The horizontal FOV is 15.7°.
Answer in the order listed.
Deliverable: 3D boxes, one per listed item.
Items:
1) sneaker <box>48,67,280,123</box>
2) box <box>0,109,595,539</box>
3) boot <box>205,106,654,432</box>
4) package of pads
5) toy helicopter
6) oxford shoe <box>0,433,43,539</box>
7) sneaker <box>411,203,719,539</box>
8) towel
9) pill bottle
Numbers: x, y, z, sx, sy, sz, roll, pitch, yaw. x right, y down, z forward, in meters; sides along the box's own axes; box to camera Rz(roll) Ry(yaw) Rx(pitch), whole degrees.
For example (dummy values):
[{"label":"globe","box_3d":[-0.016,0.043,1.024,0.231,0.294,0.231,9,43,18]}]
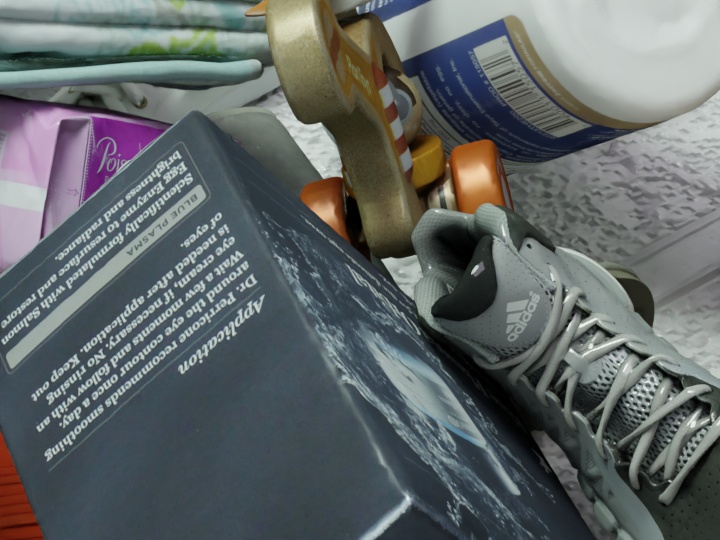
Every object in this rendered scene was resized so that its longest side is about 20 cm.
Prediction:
[{"label":"sneaker","box_3d":[-0.097,-0.097,1.185,0.073,0.085,0.200,28,52,29]},{"label":"box","box_3d":[-0.009,0.086,0.870,0.117,0.197,0.200,-40,45,10]},{"label":"boot","box_3d":[0.001,-0.002,1.092,0.181,0.073,0.200,-20,38,-16]},{"label":"package of pads","box_3d":[-0.156,-0.036,1.065,0.199,0.076,0.120,10,3,36]},{"label":"toy helicopter","box_3d":[-0.002,-0.072,0.962,0.078,0.200,0.133,-13,79,9]},{"label":"oxford shoe","box_3d":[-0.145,0.097,0.998,0.071,0.073,0.201,5,46,-41]},{"label":"sneaker","box_3d":[0.077,0.041,0.898,0.075,0.115,0.200,-52,46,4]},{"label":"towel","box_3d":[-0.150,-0.097,1.039,0.199,0.049,0.171,0,6,-30]},{"label":"pill bottle","box_3d":[0.062,-0.098,1.093,0.111,0.111,0.200,-36,10,-31]}]
